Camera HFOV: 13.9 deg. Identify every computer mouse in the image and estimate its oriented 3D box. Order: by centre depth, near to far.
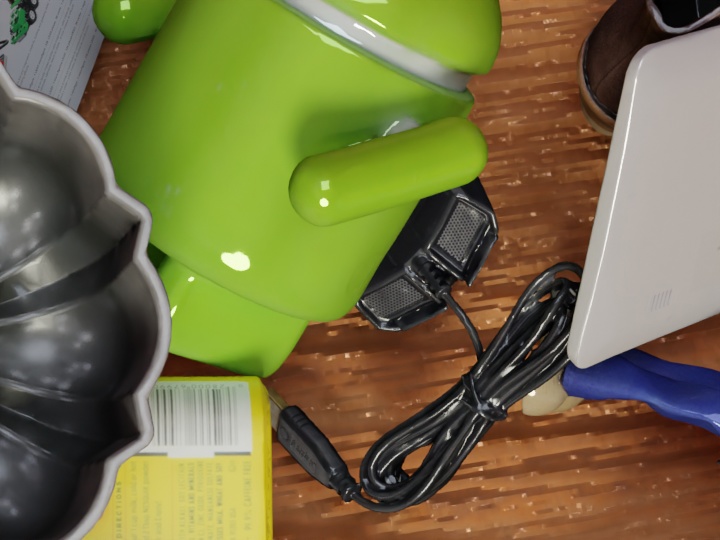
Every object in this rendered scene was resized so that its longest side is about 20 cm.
[{"bbox_3d":[0.000,0.000,1.177,0.200,0.046,0.141,47,108,25],"label":"computer mouse"}]

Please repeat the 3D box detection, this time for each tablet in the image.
[{"bbox_3d":[0.154,-0.042,1.137,0.014,0.131,0.200,28,31,34],"label":"tablet"}]

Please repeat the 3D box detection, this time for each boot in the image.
[{"bbox_3d":[0.180,-0.119,1.168,0.200,0.166,0.072,-30,83,-13],"label":"boot"}]

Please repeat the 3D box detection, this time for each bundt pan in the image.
[{"bbox_3d":[-0.168,0.024,1.023,0.201,0.076,0.203,2,79,-9],"label":"bundt pan"}]

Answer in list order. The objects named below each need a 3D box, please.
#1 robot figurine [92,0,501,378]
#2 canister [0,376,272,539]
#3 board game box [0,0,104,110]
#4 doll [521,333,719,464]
[{"bbox_3d":[-0.024,-0.062,1.104,0.115,0.175,0.200,21,105,-41],"label":"robot figurine"},{"bbox_3d":[-0.134,0.109,1.096,0.199,0.087,0.149,0,81,-6],"label":"canister"},{"bbox_3d":[-0.159,-0.081,1.142,0.035,0.126,0.201,8,72,37],"label":"board game box"},{"bbox_3d":[0.169,0.064,1.151,0.199,0.136,0.049,18,95,15],"label":"doll"}]
